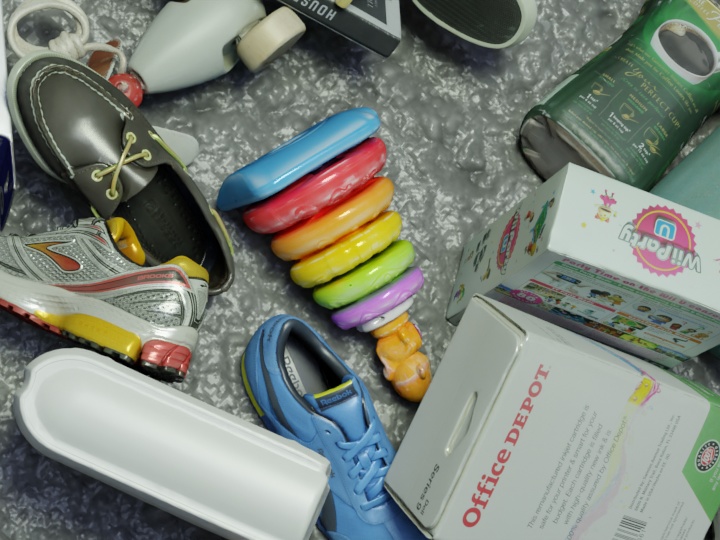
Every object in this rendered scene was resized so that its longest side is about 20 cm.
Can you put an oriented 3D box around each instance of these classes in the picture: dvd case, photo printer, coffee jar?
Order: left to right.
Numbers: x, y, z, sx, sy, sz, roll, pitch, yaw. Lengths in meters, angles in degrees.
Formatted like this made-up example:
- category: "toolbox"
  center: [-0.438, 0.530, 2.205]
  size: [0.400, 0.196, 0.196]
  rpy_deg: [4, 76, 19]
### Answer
- category: "photo printer"
  center: [-0.117, 0.110, 1.123]
  size: [0.198, 0.166, 0.070]
  rpy_deg: [24, 82, 2]
- category: "dvd case"
  center: [-0.060, -0.241, 1.262]
  size: [0.199, 0.025, 0.151]
  rpy_deg: [25, 38, -24]
- category: "coffee jar"
  center: [0.215, -0.133, 1.344]
  size: [0.104, 0.085, 0.200]
  rpy_deg: [45, 68, 6]

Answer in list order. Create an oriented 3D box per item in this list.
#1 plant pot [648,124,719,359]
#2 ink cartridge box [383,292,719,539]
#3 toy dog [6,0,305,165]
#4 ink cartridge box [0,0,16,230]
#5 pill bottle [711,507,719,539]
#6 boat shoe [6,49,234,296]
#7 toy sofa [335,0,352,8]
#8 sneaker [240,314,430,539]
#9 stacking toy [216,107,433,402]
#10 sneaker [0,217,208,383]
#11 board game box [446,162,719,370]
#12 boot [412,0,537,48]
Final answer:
- category: "plant pot"
  center: [0.310, -0.042, 1.297]
  size: [0.196, 0.200, 0.201]
  rpy_deg: [-37, 88, -16]
- category: "ink cartridge box"
  center: [0.137, 0.120, 1.194]
  size: [0.199, 0.087, 0.146]
  rpy_deg: [20, 99, -29]
- category: "toy dog"
  center: [-0.136, -0.139, 1.252]
  size: [0.198, 0.096, 0.133]
  rpy_deg: [-20, 84, -6]
- category: "ink cartridge box"
  center: [-0.250, -0.135, 1.198]
  size: [0.037, 0.095, 0.202]
  rpy_deg: [-5, 77, -17]
- category: "pill bottle"
  center: [0.301, 0.201, 1.262]
  size: [0.113, 0.114, 0.202]
  rpy_deg: [5, 74, -15]
- category: "boat shoe"
  center: [-0.147, -0.061, 1.175]
  size: [0.072, 0.060, 0.202]
  rpy_deg: [-47, 125, -12]
- category: "toy sofa"
  center: [-0.058, -0.274, 1.202]
  size: [0.199, 0.083, 0.098]
  rpy_deg: [31, 40, -16]
- category: "sneaker"
  center: [-0.010, 0.119, 1.211]
  size: [0.066, 0.078, 0.201]
  rpy_deg: [-32, 87, -24]
- category: "stacking toy"
  center: [0.000, 0.000, 1.243]
  size: [0.109, 0.116, 0.201]
  rpy_deg: [-31, 97, -19]
- category: "sneaker"
  center: [-0.177, 0.003, 1.157]
  size: [0.199, 0.078, 0.083]
  rpy_deg: [20, 81, 25]
- category: "board game box"
  center: [0.160, 0.009, 1.225]
  size: [0.146, 0.200, 0.065]
  rpy_deg: [20, 71, -11]
- category: "boot"
  center: [0.065, -0.252, 1.319]
  size: [0.200, 0.072, 0.144]
  rpy_deg: [43, 34, 3]
